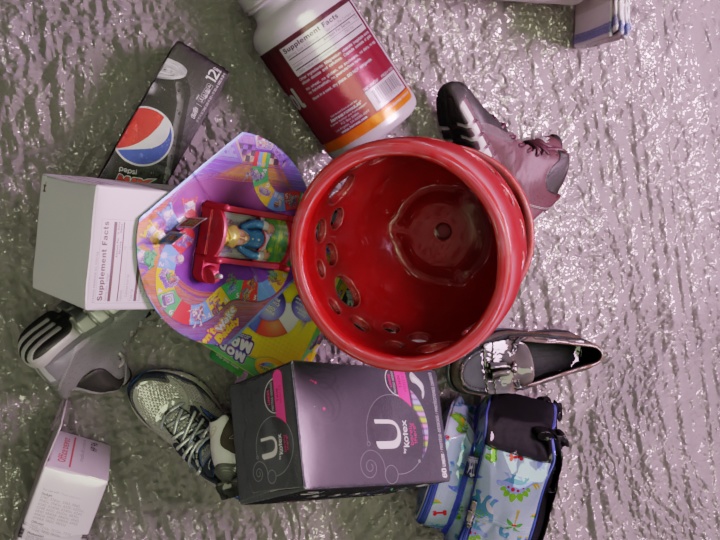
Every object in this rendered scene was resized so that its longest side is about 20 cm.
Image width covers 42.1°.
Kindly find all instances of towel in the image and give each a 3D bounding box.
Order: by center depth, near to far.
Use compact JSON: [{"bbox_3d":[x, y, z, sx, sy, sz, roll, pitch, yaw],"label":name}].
[{"bbox_3d":[0.266,-0.345,1.017,0.024,0.147,0.201,0,97,-5],"label":"towel"}]

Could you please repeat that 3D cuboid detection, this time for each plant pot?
[{"bbox_3d":[0.057,-0.024,0.862,0.200,0.182,0.201,3,100,17],"label":"plant pot"}]

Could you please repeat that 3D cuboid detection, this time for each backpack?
[{"bbox_3d":[0.141,0.245,1.060,0.147,0.183,0.200,12,99,8],"label":"backpack"}]

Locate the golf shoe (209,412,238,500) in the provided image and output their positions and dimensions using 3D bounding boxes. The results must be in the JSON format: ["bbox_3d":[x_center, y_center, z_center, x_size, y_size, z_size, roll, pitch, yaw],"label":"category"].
[{"bbox_3d":[-0.085,0.173,1.006,0.078,0.200,0.095,-25,82,29],"label":"golf shoe"}]

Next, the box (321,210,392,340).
[{"bbox_3d":[0.000,0.000,1.004,0.200,0.040,0.137,-9,97,20],"label":"box"}]

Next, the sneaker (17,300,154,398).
[{"bbox_3d":[-0.256,0.060,0.999,0.200,0.075,0.116,-38,131,-21],"label":"sneaker"}]

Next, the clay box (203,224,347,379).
[{"bbox_3d":[-0.090,0.040,0.994,0.115,0.048,0.200,29,106,14],"label":"clay box"}]

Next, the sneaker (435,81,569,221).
[{"bbox_3d":[0.170,-0.146,1.069,0.115,0.076,0.200,-34,115,-12],"label":"sneaker"}]

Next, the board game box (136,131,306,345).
[{"bbox_3d":[-0.107,-0.024,0.864,0.200,0.039,0.158,-45,125,-27],"label":"board game box"}]

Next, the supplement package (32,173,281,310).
[{"bbox_3d":[-0.192,-0.026,0.892,0.200,0.114,0.110,1,98,-43],"label":"supplement package"}]

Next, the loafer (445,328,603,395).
[{"bbox_3d":[0.189,0.100,1.059,0.200,0.063,0.072,-7,95,-33],"label":"loafer"}]

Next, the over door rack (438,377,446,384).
[{"bbox_3d":[0.078,0.073,1.073,0.200,0.067,0.148,-17,101,-11],"label":"over door rack"}]

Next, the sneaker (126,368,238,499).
[{"bbox_3d":[-0.168,0.181,1.019,0.200,0.085,0.077,42,87,-15],"label":"sneaker"}]

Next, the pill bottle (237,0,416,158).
[{"bbox_3d":[-0.038,-0.226,0.979,0.113,0.113,0.200,-37,104,-6],"label":"pill bottle"}]

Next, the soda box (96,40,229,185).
[{"bbox_3d":[-0.214,-0.134,0.970,0.063,0.071,0.200,29,91,-17],"label":"soda box"}]

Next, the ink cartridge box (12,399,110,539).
[{"bbox_3d":[-0.313,0.245,0.977,0.068,0.116,0.200,20,94,-16],"label":"ink cartridge box"}]

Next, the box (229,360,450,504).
[{"bbox_3d":[-0.018,0.164,0.943,0.200,0.106,0.123,8,67,-43],"label":"box"}]

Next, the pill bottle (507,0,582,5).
[{"bbox_3d":[0.149,-0.349,1.006,0.199,0.114,0.115,0,98,-14],"label":"pill bottle"}]
